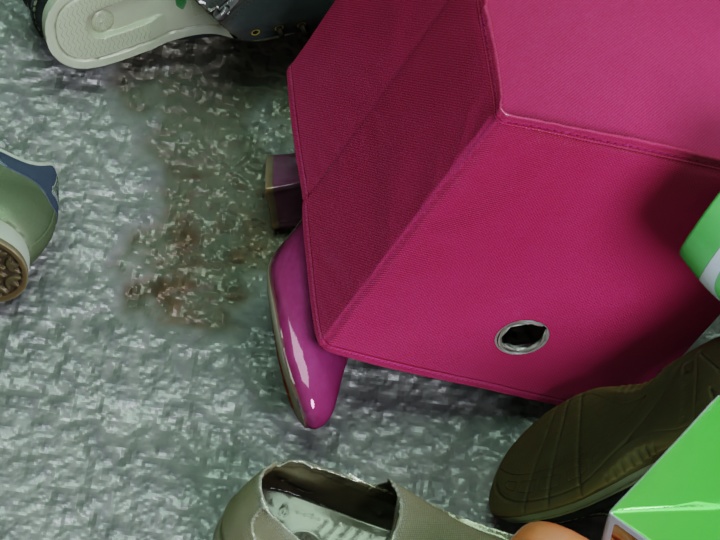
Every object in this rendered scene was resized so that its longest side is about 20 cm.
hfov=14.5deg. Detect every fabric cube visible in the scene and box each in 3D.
[{"bbox_3d":[0.097,-0.073,1.450,0.196,0.199,0.200,12,49,-24],"label":"fabric cube"}]

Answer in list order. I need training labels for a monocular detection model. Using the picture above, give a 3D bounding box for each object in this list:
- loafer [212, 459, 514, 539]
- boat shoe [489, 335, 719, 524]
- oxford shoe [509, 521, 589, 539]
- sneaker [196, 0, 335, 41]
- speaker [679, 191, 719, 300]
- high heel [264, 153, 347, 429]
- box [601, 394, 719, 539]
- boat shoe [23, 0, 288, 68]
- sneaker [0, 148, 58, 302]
[{"bbox_3d":[0.023,0.146,1.389,0.200,0.068,0.076,14,52,5],"label":"loafer"},{"bbox_3d":[0.148,0.091,1.392,0.066,0.201,0.072,36,47,-25],"label":"boat shoe"},{"bbox_3d":[0.128,0.187,1.240,0.200,0.071,0.073,26,47,31],"label":"oxford shoe"},{"bbox_3d":[-0.014,-0.155,1.600,0.106,0.200,0.075,-51,28,5],"label":"sneaker"},{"bbox_3d":[0.247,0.024,1.297,0.200,0.088,0.088,38,57,8],"label":"speaker"},{"bbox_3d":[0.000,0.000,1.498,0.096,0.067,0.200,-7,49,3],"label":"high heel"},{"bbox_3d":[0.207,0.186,1.307,0.200,0.177,0.097,36,56,21],"label":"box"},{"bbox_3d":[-0.096,-0.168,1.625,0.200,0.072,0.068,-12,29,-20],"label":"boat shoe"},{"bbox_3d":[-0.255,-0.051,1.524,0.200,0.067,0.090,19,45,9],"label":"sneaker"}]
